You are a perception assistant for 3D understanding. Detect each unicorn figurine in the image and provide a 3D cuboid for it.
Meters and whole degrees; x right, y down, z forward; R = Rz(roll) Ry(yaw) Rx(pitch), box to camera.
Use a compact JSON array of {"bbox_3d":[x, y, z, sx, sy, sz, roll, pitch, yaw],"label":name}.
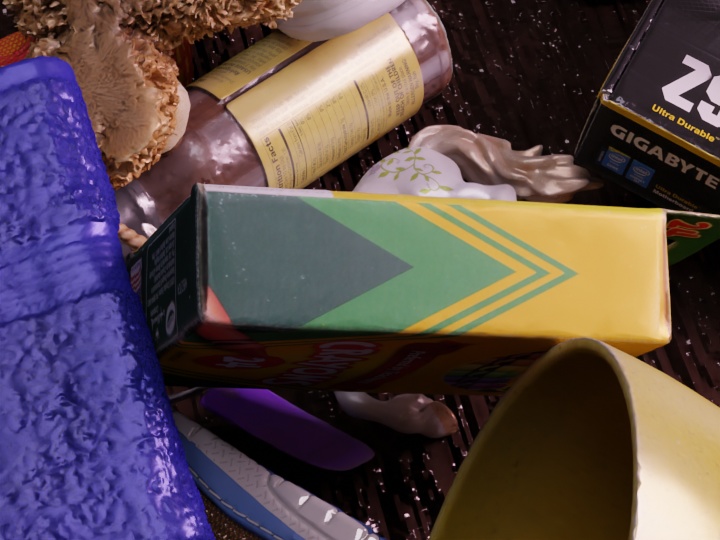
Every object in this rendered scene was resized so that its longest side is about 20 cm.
[{"bbox_3d":[0.000,0.000,1.055,0.137,0.074,0.200,31,39,23],"label":"unicorn figurine"}]

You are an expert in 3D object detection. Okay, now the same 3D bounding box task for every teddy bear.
[{"bbox_3d":[-0.087,-0.123,1.048,0.144,0.067,0.201,-15,67,16],"label":"teddy bear"}]

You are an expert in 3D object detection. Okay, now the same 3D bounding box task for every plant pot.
[{"bbox_3d":[0.107,0.139,0.870,0.141,0.200,0.201,19,48,-14],"label":"plant pot"}]

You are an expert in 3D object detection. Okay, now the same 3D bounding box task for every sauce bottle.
[{"bbox_3d":[-0.053,-0.054,1.098,0.200,0.065,0.065,-33,56,-25],"label":"sauce bottle"}]

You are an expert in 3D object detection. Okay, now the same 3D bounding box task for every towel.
[{"bbox_3d":[-0.142,0.036,0.913,0.147,0.050,0.201,-19,67,-1],"label":"towel"}]

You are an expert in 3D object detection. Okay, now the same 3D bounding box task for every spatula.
[{"bbox_3d":[-0.093,0.047,1.033,0.199,0.021,0.056,11,10,17],"label":"spatula"}]

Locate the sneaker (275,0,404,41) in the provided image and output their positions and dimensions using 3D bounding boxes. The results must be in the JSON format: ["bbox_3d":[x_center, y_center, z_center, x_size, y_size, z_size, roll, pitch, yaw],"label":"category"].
[{"bbox_3d":[-0.055,-0.154,1.126,0.075,0.089,0.200,-35,26,-28],"label":"sneaker"}]

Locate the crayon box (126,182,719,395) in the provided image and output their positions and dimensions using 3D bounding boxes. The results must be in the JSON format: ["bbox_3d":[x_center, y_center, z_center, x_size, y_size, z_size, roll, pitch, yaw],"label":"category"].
[{"bbox_3d":[0.025,0.011,0.938,0.199,0.127,0.051,2,78,-16],"label":"crayon box"}]

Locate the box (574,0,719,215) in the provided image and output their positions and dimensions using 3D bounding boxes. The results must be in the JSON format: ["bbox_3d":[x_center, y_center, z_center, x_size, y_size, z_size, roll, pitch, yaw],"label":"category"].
[{"bbox_3d":[0.208,-0.065,1.087,0.199,0.049,0.160,29,56,5],"label":"box"}]

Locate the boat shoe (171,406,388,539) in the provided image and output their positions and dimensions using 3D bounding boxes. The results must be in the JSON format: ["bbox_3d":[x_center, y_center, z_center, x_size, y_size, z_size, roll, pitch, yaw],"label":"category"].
[{"bbox_3d":[-0.061,0.099,0.946,0.200,0.072,0.073,23,70,48],"label":"boat shoe"}]

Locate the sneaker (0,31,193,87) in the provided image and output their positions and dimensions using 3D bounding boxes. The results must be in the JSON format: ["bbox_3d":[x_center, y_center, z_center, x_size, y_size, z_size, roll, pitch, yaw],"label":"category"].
[{"bbox_3d":[-0.162,-0.053,1.108,0.199,0.073,0.077,-29,28,-21],"label":"sneaker"}]
